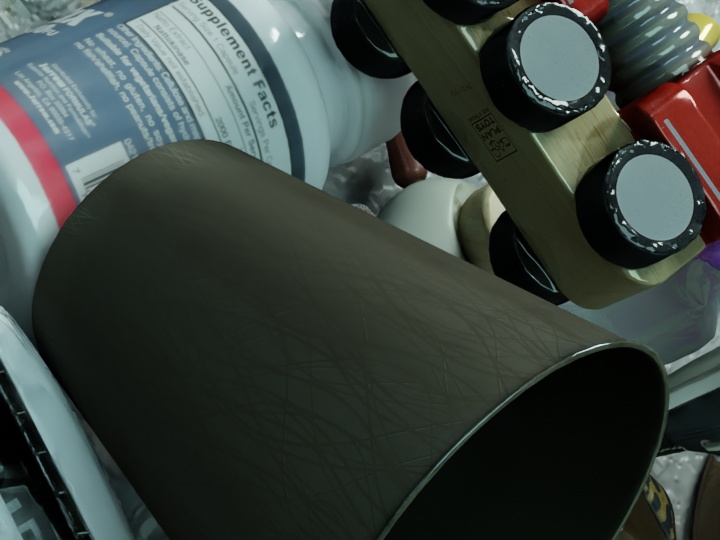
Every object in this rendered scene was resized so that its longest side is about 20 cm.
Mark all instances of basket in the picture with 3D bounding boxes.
[{"bbox_3d":[-0.019,0.049,0.893,0.180,0.200,0.136,-53,145,1],"label":"basket"}]

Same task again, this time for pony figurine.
[{"bbox_3d":[0.156,-0.049,1.129,0.200,0.193,0.167,-56,132,-46],"label":"pony figurine"}]

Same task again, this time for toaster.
[{"bbox_3d":[-0.169,0.083,0.938,0.114,0.129,0.200,-31,102,-30],"label":"toaster"}]

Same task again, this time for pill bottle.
[{"bbox_3d":[-0.082,-0.057,1.007,0.200,0.120,0.120,-28,101,-31],"label":"pill bottle"}]

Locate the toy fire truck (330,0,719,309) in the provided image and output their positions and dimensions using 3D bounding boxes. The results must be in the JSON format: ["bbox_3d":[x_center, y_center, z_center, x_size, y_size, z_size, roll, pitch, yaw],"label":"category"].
[{"bbox_3d":[0.107,-0.100,1.015,0.200,0.129,0.176,-37,93,-28],"label":"toy fire truck"}]

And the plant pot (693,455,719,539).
[{"bbox_3d":[0.291,0.135,1.192,0.200,0.175,0.200,3,84,-31],"label":"plant pot"}]

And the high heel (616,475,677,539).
[{"bbox_3d":[0.114,0.122,1.081,0.071,0.200,0.143,-40,107,9],"label":"high heel"}]

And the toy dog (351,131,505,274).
[{"bbox_3d":[0.000,0.000,1.055,0.096,0.132,0.200,56,30,2],"label":"toy dog"}]

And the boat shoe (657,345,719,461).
[{"bbox_3d":[0.178,0.060,1.109,0.076,0.200,0.060,-35,88,-27],"label":"boat shoe"}]
